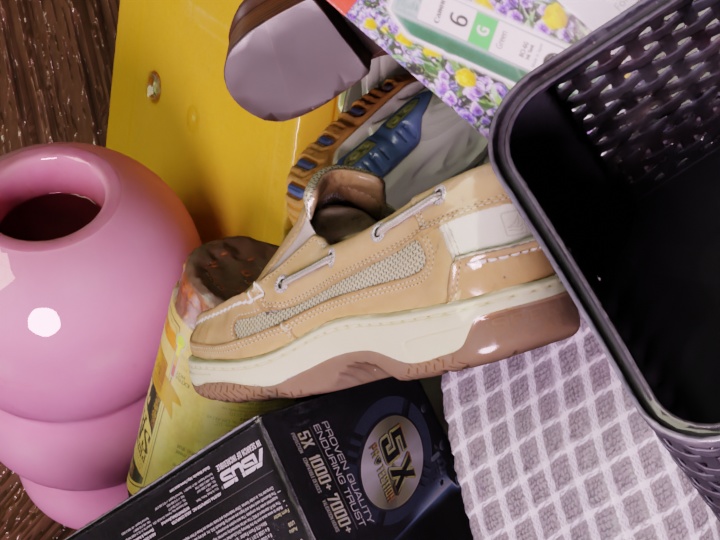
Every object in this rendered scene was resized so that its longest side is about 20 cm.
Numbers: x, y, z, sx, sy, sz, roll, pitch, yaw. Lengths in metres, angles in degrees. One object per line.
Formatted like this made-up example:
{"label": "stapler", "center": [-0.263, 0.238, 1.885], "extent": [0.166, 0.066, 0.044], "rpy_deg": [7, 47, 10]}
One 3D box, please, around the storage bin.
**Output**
{"label": "storage bin", "center": [0.155, -0.030, 0.680], "extent": [0.200, 0.094, 0.135], "rpy_deg": [-32, 55, 6]}

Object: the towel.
{"label": "towel", "center": [0.108, 0.066, 0.794], "extent": [0.166, 0.085, 0.200], "rpy_deg": [-38, 49, 41]}

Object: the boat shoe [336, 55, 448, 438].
{"label": "boat shoe", "center": [0.021, -0.011, 0.961], "extent": [0.060, 0.072, 0.202], "rpy_deg": [176, 98, -80]}

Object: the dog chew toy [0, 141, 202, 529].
{"label": "dog chew toy", "center": [-0.125, 0.040, 1.065], "extent": [0.200, 0.124, 0.125], "rpy_deg": [84, 166, -45]}

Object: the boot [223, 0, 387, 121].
{"label": "boot", "center": [0.029, -0.152, 0.927], "extent": [0.186, 0.064, 0.200], "rpy_deg": [-22, 27, 15]}

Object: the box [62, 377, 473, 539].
{"label": "box", "center": [-0.034, 0.153, 0.903], "extent": [0.200, 0.086, 0.164], "rpy_deg": [-35, 76, 43]}

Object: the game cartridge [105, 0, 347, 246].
{"label": "game cartridge", "center": [-0.063, -0.069, 1.078], "extent": [0.200, 0.032, 0.177], "rpy_deg": [39, 126, 53]}

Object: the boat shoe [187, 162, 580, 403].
{"label": "boat shoe", "center": [0.000, 0.000, 0.838], "extent": [0.200, 0.072, 0.076], "rpy_deg": [-14, 93, 51]}

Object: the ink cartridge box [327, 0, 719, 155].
{"label": "ink cartridge box", "center": [0.036, -0.122, 0.785], "extent": [0.109, 0.200, 0.050], "rpy_deg": [-48, 2, 35]}

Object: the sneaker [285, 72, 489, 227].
{"label": "sneaker", "center": [0.068, -0.060, 0.907], "extent": [0.200, 0.088, 0.075], "rpy_deg": [-39, 22, 3]}

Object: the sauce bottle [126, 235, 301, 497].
{"label": "sauce bottle", "center": [-0.066, 0.081, 1.011], "extent": [0.066, 0.066, 0.200], "rpy_deg": [58, 139, 46]}
